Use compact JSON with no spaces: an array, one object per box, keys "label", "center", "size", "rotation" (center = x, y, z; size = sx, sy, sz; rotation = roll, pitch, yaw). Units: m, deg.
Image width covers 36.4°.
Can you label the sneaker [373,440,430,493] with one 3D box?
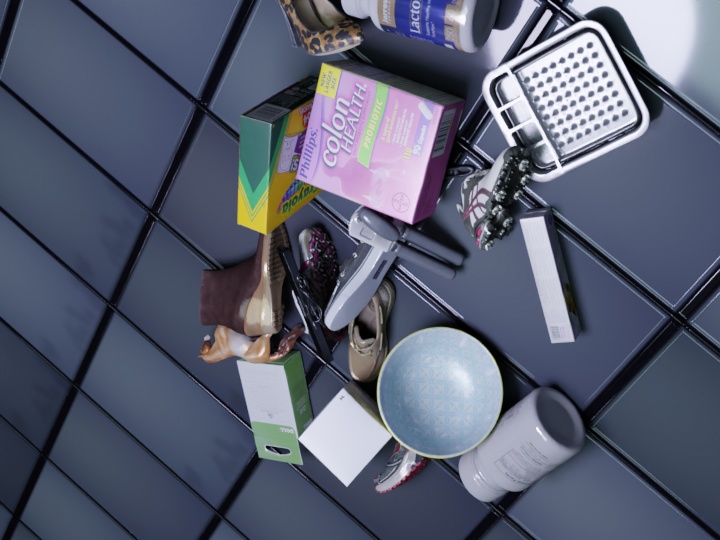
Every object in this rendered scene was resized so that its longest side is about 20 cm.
[{"label":"sneaker","center":[0.082,0.301,1.855],"size":[0.075,0.080,0.201],"rotation":[47,121,19]}]

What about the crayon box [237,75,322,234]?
[{"label":"crayon box","center":[-0.108,-0.175,1.638],"size":[0.057,0.200,0.175],"rotation":[17,122,21]}]

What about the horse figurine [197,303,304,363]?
[{"label":"horse figurine","center":[-0.193,0.112,1.903],"size":[0.197,0.050,0.135],"rotation":[13,88,23]}]

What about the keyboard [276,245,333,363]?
[{"label":"keyboard","center":[-0.076,0.053,1.749],"size":[0.104,0.039,0.203],"rotation":[-148,35,-73]}]

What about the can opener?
[{"label":"can opener","center":[0.069,-0.038,1.635],"size":[0.198,0.067,0.053],"rotation":[25,103,-27]}]

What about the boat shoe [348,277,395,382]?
[{"label":"boat shoe","center":[0.008,0.106,1.799],"size":[0.071,0.065,0.203],"rotation":[23,124,18]}]

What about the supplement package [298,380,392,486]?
[{"label":"supplement package","center":[-0.018,0.262,1.794],"size":[0.114,0.200,0.110],"rotation":[43,91,5]}]

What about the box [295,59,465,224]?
[{"label":"box","center":[0.028,-0.191,1.594],"size":[0.198,0.096,0.179],"rotation":[23,111,19]}]

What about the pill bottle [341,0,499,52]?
[{"label":"pill bottle","center":[0.080,-0.372,1.481],"size":[0.197,0.116,0.117],"rotation":[18,122,22]}]

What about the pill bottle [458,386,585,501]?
[{"label":"pill bottle","center":[0.247,0.279,1.715],"size":[0.114,0.114,0.200],"rotation":[46,128,2]}]

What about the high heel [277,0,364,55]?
[{"label":"high heel","center":[-0.066,-0.384,1.555],"size":[0.199,0.071,0.145],"rotation":[22,134,54]}]

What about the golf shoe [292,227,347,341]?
[{"label":"golf shoe","center":[-0.082,0.025,1.807],"size":[0.091,0.073,0.203],"rotation":[5,116,30]}]

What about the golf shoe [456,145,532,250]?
[{"label":"golf shoe","center":[0.181,-0.114,1.554],"size":[0.088,0.077,0.201],"rotation":[48,150,22]}]

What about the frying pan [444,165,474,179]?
[{"label":"frying pan","center":[0.077,-0.125,1.667],"size":[0.188,0.031,0.117],"rotation":[20,124,24]}]

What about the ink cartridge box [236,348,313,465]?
[{"label":"ink cartridge box","center":[-0.147,0.240,1.962],"size":[0.102,0.059,0.203],"rotation":[3,115,30]}]

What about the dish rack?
[{"label":"dish rack","center":[0.280,-0.230,1.482],"size":[0.198,0.043,0.173],"rotation":[-25,99,37]}]

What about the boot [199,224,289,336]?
[{"label":"boot","center":[-0.204,0.007,1.850],"size":[0.164,0.072,0.204],"rotation":[7,98,30]}]

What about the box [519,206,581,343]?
[{"label":"box","center":[0.280,0.009,1.606],"size":[0.041,0.039,0.203],"rotation":[-7,110,31]}]

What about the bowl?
[{"label":"bowl","center":[0.123,0.198,1.738],"size":[0.199,0.201,0.108],"rotation":[38,170,7]}]

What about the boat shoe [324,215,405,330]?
[{"label":"boat shoe","center":[0.000,0.000,1.703],"size":[0.056,0.068,0.201],"rotation":[39,99,28]}]
